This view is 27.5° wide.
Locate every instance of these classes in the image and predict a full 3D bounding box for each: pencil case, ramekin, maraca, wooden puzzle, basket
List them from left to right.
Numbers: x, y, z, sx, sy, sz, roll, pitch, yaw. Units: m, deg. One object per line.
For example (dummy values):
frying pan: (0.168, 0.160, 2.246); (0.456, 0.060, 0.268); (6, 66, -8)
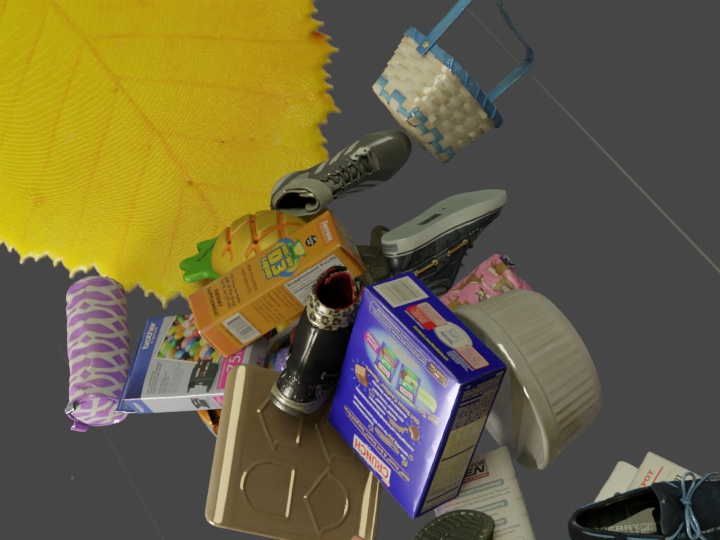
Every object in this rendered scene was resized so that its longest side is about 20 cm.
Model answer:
pencil case: (-0.336, 0.105, 1.875); (0.085, 0.084, 0.201); (-40, 43, 39)
maraca: (-0.139, -0.020, 1.877); (0.199, 0.107, 0.137); (0, 31, 31)
wooden puzzle: (-0.072, 0.217, 1.681); (0.199, 0.046, 0.186); (14, 70, -19)
pencil case: (0.112, 0.066, 1.757); (0.200, 0.087, 0.083); (-36, 70, -6)
basket: (0.125, -0.256, 1.904); (0.200, 0.176, 0.139); (-41, 49, 2)
ramekin: (0.186, 0.114, 1.642); (0.094, 0.203, 0.203); (-27, 54, -15)

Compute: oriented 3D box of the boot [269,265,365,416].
boot: (-0.023, 0.059, 1.661); (0.073, 0.154, 0.204); (28, 33, 10)

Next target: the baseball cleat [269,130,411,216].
baseball cleat: (-0.024, -0.115, 1.909); (0.199, 0.070, 0.107); (-26, 19, 10)

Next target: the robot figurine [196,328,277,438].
robot figurine: (-0.154, 0.126, 1.813); (0.144, 0.058, 0.200); (-27, 55, -7)

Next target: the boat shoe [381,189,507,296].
boat shoe: (0.110, -0.031, 1.834); (0.200, 0.091, 0.071); (-27, 22, -33)

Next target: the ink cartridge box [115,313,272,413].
ink cartridge box: (-0.207, 0.110, 1.771); (0.199, 0.042, 0.120); (-8, 53, 28)

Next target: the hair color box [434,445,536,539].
hair color box: (0.144, 0.303, 1.608); (0.098, 0.061, 0.201); (-18, 55, 5)

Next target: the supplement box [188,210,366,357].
supplement box: (-0.097, 0.015, 1.702); (0.199, 0.069, 0.067); (-31, 47, 8)

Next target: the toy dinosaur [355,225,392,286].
toy dinosaur: (0.000, 0.000, 1.823); (0.102, 0.077, 0.200); (11, 19, 29)

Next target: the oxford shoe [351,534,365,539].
oxford shoe: (0.033, 0.373, 1.592); (0.074, 0.071, 0.200); (-37, 55, -5)

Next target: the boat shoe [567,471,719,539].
boat shoe: (0.311, 0.254, 1.499); (0.199, 0.069, 0.085); (-19, 57, 6)

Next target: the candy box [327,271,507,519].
candy box: (0.056, 0.134, 1.585); (0.077, 0.201, 0.169); (-15, 47, -37)

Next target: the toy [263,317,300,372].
toy: (-0.053, 0.093, 1.773); (0.115, 0.047, 0.200); (38, 54, 26)

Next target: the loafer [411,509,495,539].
loafer: (0.075, 0.332, 1.539); (0.075, 0.070, 0.200); (17, 50, 40)

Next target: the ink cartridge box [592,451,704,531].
ink cartridge box: (0.332, 0.275, 1.563); (0.199, 0.067, 0.117); (25, 69, 29)
